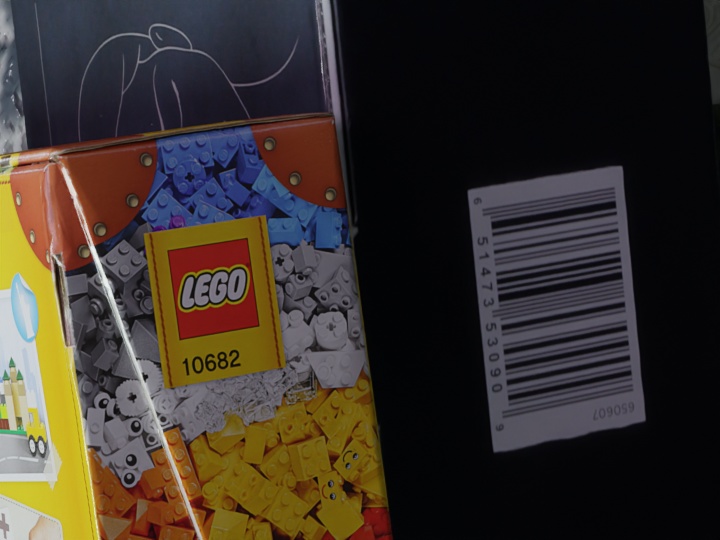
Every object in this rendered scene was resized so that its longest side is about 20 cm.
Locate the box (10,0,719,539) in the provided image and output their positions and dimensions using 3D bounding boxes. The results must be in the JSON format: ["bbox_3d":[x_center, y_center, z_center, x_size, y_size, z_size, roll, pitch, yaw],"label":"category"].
[{"bbox_3d":[0.000,0.000,0.820,0.196,0.124,0.201,6,104,59],"label":"box"}]

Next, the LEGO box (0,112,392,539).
[{"bbox_3d":[-0.074,0.042,0.762,0.200,0.077,0.150,-1,97,62],"label":"LEGO box"}]

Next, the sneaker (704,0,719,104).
[{"bbox_3d":[0.079,-0.149,0.839,0.111,0.077,0.201,5,98,57],"label":"sneaker"}]
